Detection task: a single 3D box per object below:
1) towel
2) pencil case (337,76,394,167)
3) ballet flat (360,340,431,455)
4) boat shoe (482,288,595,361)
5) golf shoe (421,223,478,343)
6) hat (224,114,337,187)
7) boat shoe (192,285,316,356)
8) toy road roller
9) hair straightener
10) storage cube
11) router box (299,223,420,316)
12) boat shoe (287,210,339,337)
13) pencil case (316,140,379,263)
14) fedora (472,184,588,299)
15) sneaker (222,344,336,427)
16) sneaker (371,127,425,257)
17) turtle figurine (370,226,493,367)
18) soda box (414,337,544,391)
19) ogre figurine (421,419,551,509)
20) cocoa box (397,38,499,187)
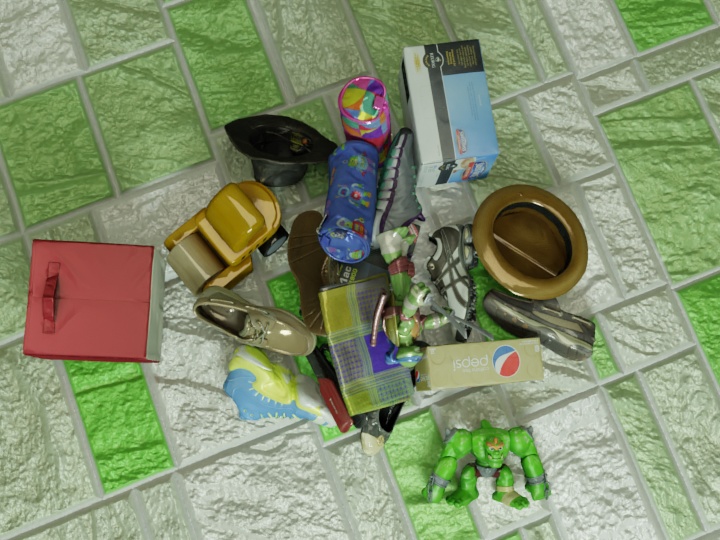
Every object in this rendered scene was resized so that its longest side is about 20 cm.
[{"bbox_3d":[0.011,0.110,1.346,0.142,0.023,0.203,-7,83,-41],"label":"towel"},{"bbox_3d":[0.015,-0.235,1.430,0.087,0.200,0.090,-2,75,7],"label":"pencil case"},{"bbox_3d":[0.057,0.200,1.402,0.056,0.066,0.202,17,73,39],"label":"ballet flat"},{"bbox_3d":[0.292,0.076,1.440,0.198,0.075,0.074,28,69,-5],"label":"boat shoe"},{"bbox_3d":[0.146,0.021,1.443,0.093,0.078,0.203,0,66,8],"label":"golf shoe"},{"bbox_3d":[-0.138,-0.186,1.452,0.198,0.201,0.082,19,119,2],"label":"hat"},{"bbox_3d":[-0.165,0.088,1.373,0.198,0.065,0.073,24,111,1],"label":"boat shoe"},{"bbox_3d":[-0.216,-0.059,1.410,0.200,0.146,0.123,-41,82,-9],"label":"toy road roller"},{"bbox_3d":[-0.044,0.167,1.413,0.201,0.076,0.041,54,126,28],"label":"hair straightener"},{"bbox_3d":[-0.399,0.052,1.360,0.177,0.200,0.174,3,82,-5],"label":"storage cube"},{"bbox_3d":[0.000,0.000,1.446,0.148,0.062,0.203,17,79,3],"label":"router box"},{"bbox_3d":[-0.069,0.007,1.387,0.072,0.063,0.203,-10,75,14],"label":"boat shoe"},{"bbox_3d":[-0.019,-0.109,1.371,0.086,0.078,0.202,16,54,-13],"label":"pencil case"},{"bbox_3d":[0.270,-0.038,1.445,0.197,0.082,0.204,2,72,-7],"label":"fedora"},{"bbox_3d":[-0.132,0.207,1.408,0.199,0.076,0.106,36,106,-1],"label":"sneaker"},{"bbox_3d":[0.070,-0.123,1.416,0.086,0.074,0.203,17,85,-8],"label":"sneaker"},{"bbox_3d":[0.100,0.033,1.307,0.143,0.199,0.197,-2,73,-45],"label":"turtle figurine"},{"bbox_3d":[0.185,0.148,1.392,0.197,0.064,0.069,-2,82,-19],"label":"soda box"},{"bbox_3d":[0.197,0.302,1.378,0.197,0.098,0.122,1,96,14],"label":"ogre figurine"},{"bbox_3d":[0.143,-0.258,1.465,0.129,0.133,0.203,-8,79,-3],"label":"cocoa box"}]
